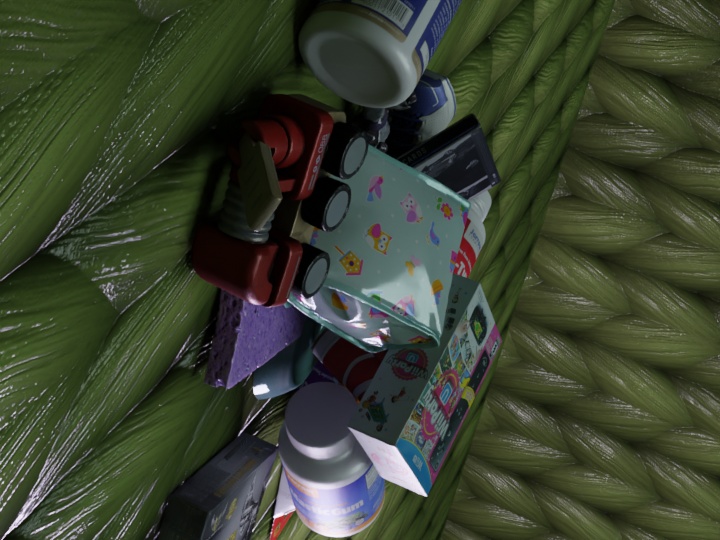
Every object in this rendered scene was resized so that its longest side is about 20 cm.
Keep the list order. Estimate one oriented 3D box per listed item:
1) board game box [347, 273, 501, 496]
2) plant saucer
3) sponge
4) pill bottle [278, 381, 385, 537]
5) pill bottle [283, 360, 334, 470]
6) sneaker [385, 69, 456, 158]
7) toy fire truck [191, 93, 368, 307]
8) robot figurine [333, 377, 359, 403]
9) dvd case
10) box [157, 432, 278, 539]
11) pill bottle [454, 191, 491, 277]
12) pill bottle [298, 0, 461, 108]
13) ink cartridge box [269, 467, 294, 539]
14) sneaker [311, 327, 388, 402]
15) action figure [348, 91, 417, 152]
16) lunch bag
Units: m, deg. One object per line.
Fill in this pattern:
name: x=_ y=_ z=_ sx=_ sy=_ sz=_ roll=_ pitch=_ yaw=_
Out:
board game box: x=0.073 y=0.120 z=1.567 sx=0.200 sy=0.064 sz=0.148 roll=-61 pitch=153 yaw=-19
plant saucer: x=-0.062 y=0.060 z=1.663 sx=0.200 sy=0.036 sz=0.201 roll=22 pitch=90 yaw=-77
sponge: x=-0.096 y=0.037 z=1.463 sx=0.200 sy=0.030 sz=0.112 roll=-35 pitch=138 yaw=-67
pill bottle: x=-0.034 y=0.211 z=1.655 sx=0.200 sy=0.112 sz=0.112 roll=80 pitch=33 yaw=-55
pill bottle: x=-0.028 y=0.166 z=1.809 sx=0.112 sy=0.112 sz=0.201 roll=-20 pitch=130 yaw=-74
sneaker: x=0.050 y=-0.137 z=1.703 sx=0.200 sy=0.080 sz=0.115 roll=99 pitch=16 yaw=-52
toy fire truck: x=-0.082 y=-0.051 z=1.224 sx=0.200 sy=0.128 sz=0.177 roll=-12 pitch=125 yaw=-62
robot figurine: x=0.039 y=0.147 z=1.733 sx=0.201 sy=0.145 sz=0.058 roll=65 pitch=-6 yaw=-26
dvd case: x=0.059 y=-0.086 z=1.654 sx=0.200 sy=0.025 sz=0.150 roll=-31 pitch=155 yaw=2
box: x=-0.163 y=0.281 z=1.576 sx=0.200 sy=0.048 sz=0.159 roll=-36 pitch=146 yaw=-69
pill bottle: x=0.090 y=-0.024 z=1.849 sx=0.112 sy=0.112 sz=0.200 roll=90 pitch=24 yaw=-60
pill bottle: x=0.034 y=-0.257 z=1.342 sx=0.116 sy=0.115 sz=0.200 roll=90 pitch=25 yaw=-60
ink cartridge box: x=-0.064 y=0.275 z=2.003 sx=0.161 sy=0.050 sz=0.201 roll=-53 pitch=159 yaw=-51
sneaker: x=0.045 y=0.062 z=1.602 sx=0.200 sy=0.113 sz=0.071 roll=-47 pitch=160 yaw=22
action figure: x=0.019 y=-0.173 z=1.543 sx=0.200 sy=0.069 sz=0.130 roll=104 pitch=4 yaw=-48
lunch bag: x=-0.002 y=-0.029 z=1.463 sx=0.200 sy=0.122 sz=0.171 roll=29 pitch=65 yaw=-37
